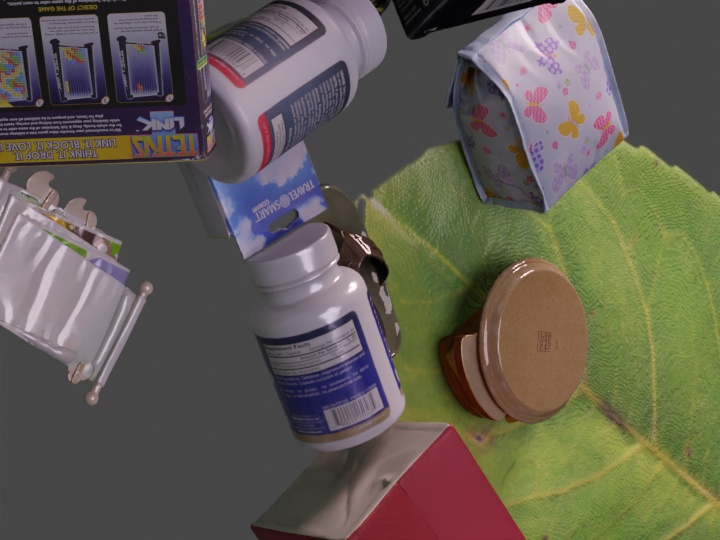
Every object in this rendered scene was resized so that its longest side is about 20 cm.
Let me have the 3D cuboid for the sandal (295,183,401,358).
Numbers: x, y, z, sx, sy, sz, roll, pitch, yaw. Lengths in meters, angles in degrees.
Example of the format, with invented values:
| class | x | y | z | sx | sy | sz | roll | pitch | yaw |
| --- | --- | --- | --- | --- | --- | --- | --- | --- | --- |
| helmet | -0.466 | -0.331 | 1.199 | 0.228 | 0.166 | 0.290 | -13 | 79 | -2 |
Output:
| class | x | y | z | sx | sy | sz | roll | pitch | yaw |
| --- | --- | --- | --- | --- | --- | --- | --- | --- | --- |
| sandal | 0.001 | 0.000 | 1.459 | 0.080 | 0.057 | 0.202 | -37 | 109 | -34 |

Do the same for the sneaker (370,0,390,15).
| class | x | y | z | sx | sy | sz | roll | pitch | yaw |
| --- | --- | --- | --- | --- | --- | --- | --- | --- | --- |
| sneaker | -0.020 | -0.255 | 1.412 | 0.074 | 0.084 | 0.201 | 28 | 73 | -36 |

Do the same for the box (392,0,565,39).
| class | x | y | z | sx | sy | sz | roll | pitch | yaw |
| --- | --- | --- | --- | --- | --- | --- | --- | --- | --- |
| box | 0.111 | -0.354 | 1.382 | 0.196 | 0.117 | 0.201 | -19 | 81 | -27 |

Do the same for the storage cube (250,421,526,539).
| class | x | y | z | sx | sy | sz | roll | pitch | yaw |
| --- | --- | --- | --- | --- | --- | --- | --- | --- | --- |
| storage cube | 0.031 | 0.270 | 1.419 | 0.171 | 0.199 | 0.180 | -44 | 112 | -29 |

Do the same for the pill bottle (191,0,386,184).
| class | x | y | z | sx | sy | sz | roll | pitch | yaw |
| --- | --- | --- | --- | --- | --- | --- | --- | --- | --- |
| pill bottle | -0.072 | -0.176 | 1.289 | 0.200 | 0.119 | 0.120 | -39 | 116 | -33 |

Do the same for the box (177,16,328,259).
| class | x | y | z | sx | sy | sz | roll | pitch | yaw |
| --- | --- | --- | --- | --- | --- | --- | --- | --- | --- |
| box | -0.117 | -0.125 | 1.358 | 0.122 | 0.048 | 0.201 | -33 | 111 | -34 |

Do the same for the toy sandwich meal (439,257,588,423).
| class | x | y | z | sx | sy | sz | roll | pitch | yaw |
| --- | --- | --- | --- | --- | --- | --- | --- | --- | --- |
| toy sandwich meal | 0.178 | 0.084 | 1.618 | 0.204 | 0.070 | 0.207 | 1 | 88 | -44 |

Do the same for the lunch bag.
| class | x | y | z | sx | sy | sz | roll | pitch | yaw |
| --- | --- | --- | --- | --- | --- | --- | --- | --- | --- |
| lunch bag | 0.188 | -0.194 | 1.570 | 0.170 | 0.127 | 0.201 | -42 | 128 | -28 |

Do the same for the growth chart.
| class | x | y | z | sx | sy | sz | roll | pitch | yaw |
| --- | --- | --- | --- | --- | --- | --- | --- | --- | --- |
| growth chart | -0.268 | 0.007 | 1.260 | 0.200 | 0.018 | 0.145 | 43 | 65 | -33 |

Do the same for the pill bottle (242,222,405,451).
| class | x | y | z | sx | sy | sz | roll | pitch | yaw |
| --- | --- | --- | --- | --- | --- | --- | --- | --- | --- |
| pill bottle | -0.040 | 0.062 | 1.391 | 0.119 | 0.119 | 0.201 | -32 | 112 | -35 |

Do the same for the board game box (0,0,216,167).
| class | x | y | z | sx | sy | sz | roll | pitch | yaw |
| --- | --- | --- | --- | --- | --- | --- | --- | --- | --- |
| board game box | -0.224 | -0.172 | 1.166 | 0.057 | 0.198 | 0.166 | -79 | 167 | -68 |
